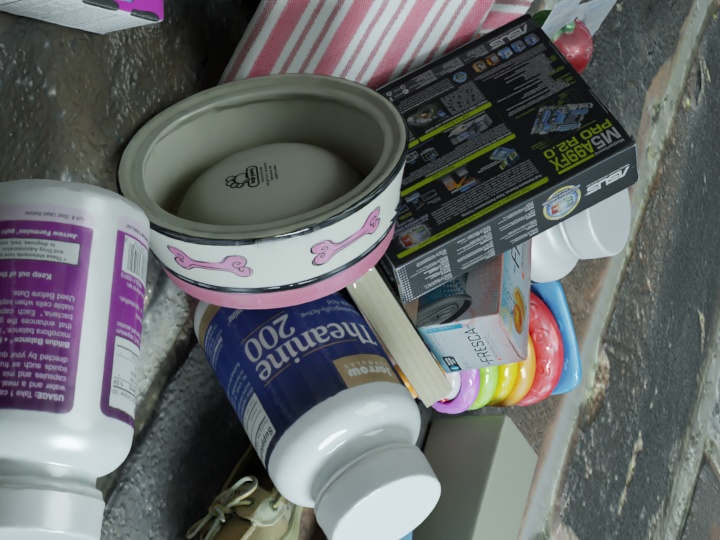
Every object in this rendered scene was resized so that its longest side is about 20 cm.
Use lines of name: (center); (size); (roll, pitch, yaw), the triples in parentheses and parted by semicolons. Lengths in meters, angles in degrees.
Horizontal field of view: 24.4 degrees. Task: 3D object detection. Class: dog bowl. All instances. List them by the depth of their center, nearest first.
dog bowl: (-0.061, -0.052, 1.126); (0.201, 0.198, 0.074); (-56, 147, -44)

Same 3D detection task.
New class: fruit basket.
fruit basket: (0.154, -0.179, 1.475); (0.185, 0.093, 0.201); (-33, 154, -53)

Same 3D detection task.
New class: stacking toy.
stacking toy: (0.087, 0.079, 1.408); (0.199, 0.115, 0.111); (-17, 95, -44)

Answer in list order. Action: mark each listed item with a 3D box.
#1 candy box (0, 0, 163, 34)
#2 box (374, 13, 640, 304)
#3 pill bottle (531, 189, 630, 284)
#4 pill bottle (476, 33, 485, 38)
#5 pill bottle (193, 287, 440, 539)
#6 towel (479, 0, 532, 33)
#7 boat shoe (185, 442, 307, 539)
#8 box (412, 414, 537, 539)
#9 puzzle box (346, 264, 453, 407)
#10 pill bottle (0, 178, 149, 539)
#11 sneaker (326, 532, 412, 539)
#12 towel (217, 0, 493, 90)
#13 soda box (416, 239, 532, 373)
candy box: (-0.212, -0.234, 1.043); (0.199, 0.060, 0.138); (6, 79, -56)
box: (0.079, -0.086, 1.217); (0.161, 0.198, 0.044); (57, -9, 36)
pill bottle: (0.116, -0.042, 1.369); (0.111, 0.198, 0.113); (16, 70, -53)
pill bottle: (0.065, -0.231, 1.407); (0.112, 0.111, 0.202); (36, 55, -47)
pill bottle: (-0.027, 0.088, 1.131); (0.111, 0.111, 0.201); (22, 30, -52)
towel: (0.096, -0.266, 1.259); (0.145, 0.201, 0.030); (-3, 45, -36)
boat shoe: (-0.076, 0.159, 1.169); (0.063, 0.073, 0.200); (64, 27, -16)
box: (0.080, 0.221, 1.373); (0.069, 0.081, 0.201); (51, 46, -37)
puzzle box: (0.000, 0.000, 1.237); (0.134, 0.025, 0.200); (56, 2, -33)
pill bottle: (-0.186, 0.057, 0.981); (0.112, 0.111, 0.203); (24, 64, -51)
sneaker: (0.008, 0.239, 1.266); (0.090, 0.078, 0.202); (54, 43, -40)
towel: (-0.003, -0.172, 1.235); (0.198, 0.147, 0.030); (2, 44, -38)
soda box: (0.089, -0.027, 1.246); (0.064, 0.068, 0.202); (55, 32, -46)
